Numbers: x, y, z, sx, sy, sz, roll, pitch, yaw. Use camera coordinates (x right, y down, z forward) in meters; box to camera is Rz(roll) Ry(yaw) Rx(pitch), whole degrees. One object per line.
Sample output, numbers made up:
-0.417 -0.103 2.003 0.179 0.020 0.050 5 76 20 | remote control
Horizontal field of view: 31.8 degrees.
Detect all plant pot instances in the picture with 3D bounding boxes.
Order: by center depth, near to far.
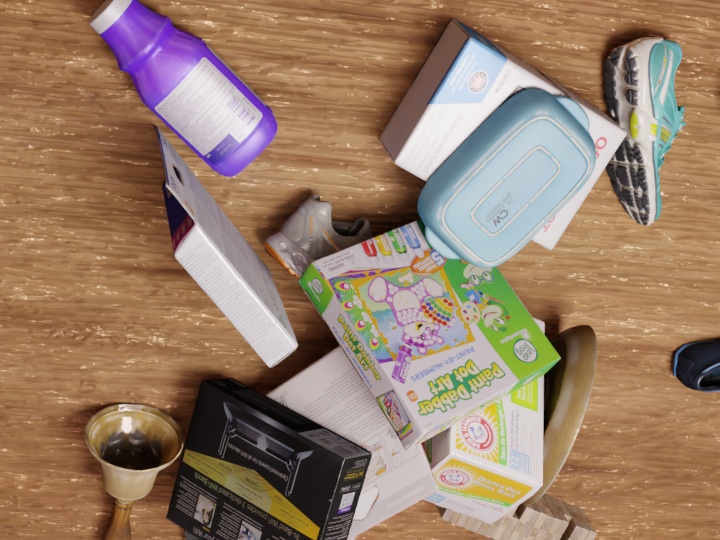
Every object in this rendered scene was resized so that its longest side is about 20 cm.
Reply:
0.195 0.148 1.340 0.027 0.200 0.202 20 107 -5 | plant pot

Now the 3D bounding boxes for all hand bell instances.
-0.256 0.255 1.367 0.103 0.105 0.202 6 122 -13 | hand bell

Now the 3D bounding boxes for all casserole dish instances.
0.146 -0.083 1.229 0.121 0.039 0.200 41 103 -22 | casserole dish

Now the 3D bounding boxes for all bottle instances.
-0.170 -0.181 1.204 0.083 0.065 0.200 -44 113 8 | bottle

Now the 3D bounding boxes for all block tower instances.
0.174 0.282 1.465 0.198 0.058 0.054 23 105 -18 | block tower

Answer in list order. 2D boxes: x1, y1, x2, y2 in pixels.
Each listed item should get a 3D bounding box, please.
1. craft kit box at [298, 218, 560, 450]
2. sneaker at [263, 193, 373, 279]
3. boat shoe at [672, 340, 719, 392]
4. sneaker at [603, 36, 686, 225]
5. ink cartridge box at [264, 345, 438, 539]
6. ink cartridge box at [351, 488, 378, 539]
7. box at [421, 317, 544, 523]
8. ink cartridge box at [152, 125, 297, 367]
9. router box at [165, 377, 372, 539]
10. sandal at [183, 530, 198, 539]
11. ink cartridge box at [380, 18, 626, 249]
0.070 0.050 1.245 0.199 0.199 0.049 -23 164 -37 | craft kit box
0.000 0.000 1.310 0.199 0.076 0.092 38 89 -27 | sneaker
0.460 0.115 1.444 0.198 0.069 0.085 -14 114 -5 | boat shoe
0.304 -0.142 1.311 0.079 0.077 0.202 -14 118 -19 | sneaker
-0.015 0.179 1.289 0.199 0.178 0.045 -34 160 31 | ink cartridge box
-0.030 0.219 1.398 0.103 0.059 0.201 22 106 -17 | ink cartridge box
0.118 0.140 1.306 0.111 0.202 0.101 20 141 -18 | box
-0.144 -0.026 1.201 0.043 0.197 0.200 -37 114 4 | ink cartridge box
-0.097 0.220 1.288 0.052 0.199 0.159 1 109 -55 | router box
-0.161 0.255 1.393 0.074 0.048 0.203 -6 113 -9 | sandal
0.143 -0.135 1.273 0.199 0.084 0.146 27 105 -20 | ink cartridge box
